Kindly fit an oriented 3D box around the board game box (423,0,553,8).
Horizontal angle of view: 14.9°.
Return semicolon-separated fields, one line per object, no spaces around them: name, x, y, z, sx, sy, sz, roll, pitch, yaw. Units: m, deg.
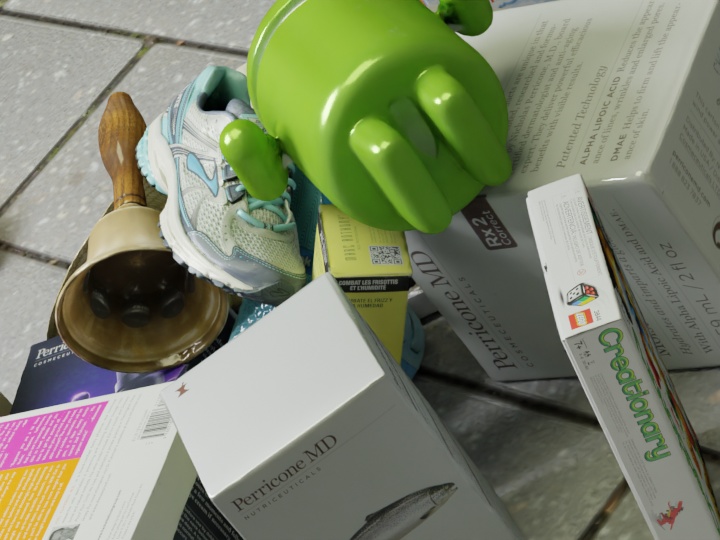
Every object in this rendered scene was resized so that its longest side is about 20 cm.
board game box;0.114;-0.201;1.787;0.151;0.200;0.037;-32;34;8

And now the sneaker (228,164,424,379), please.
sneaker;0.000;0.000;1.690;0.080;0.131;0.200;31;102;37

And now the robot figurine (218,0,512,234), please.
robot figurine;0.008;-0.097;1.542;0.175;0.116;0.200;-40;35;-1

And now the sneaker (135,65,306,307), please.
sneaker;-0.076;-0.055;1.627;0.086;0.078;0.200;-57;37;20

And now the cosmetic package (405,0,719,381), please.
cosmetic package;0.144;-0.051;1.613;0.200;0.165;0.165;-7;45;38

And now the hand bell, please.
hand bell;-0.144;-0.043;1.710;0.104;0.104;0.200;-27;43;15

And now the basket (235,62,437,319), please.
basket;-0.009;-0.062;1.803;0.136;0.123;0.200;-25;35;17

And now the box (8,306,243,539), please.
box;-0.143;0.128;1.716;0.148;0.104;0.200;-19;38;26

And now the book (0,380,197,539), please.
book;-0.188;0.132;1.618;0.200;0.048;0.134;-12;40;32

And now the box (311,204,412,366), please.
box;-0.006;0.063;1.590;0.050;0.200;0.075;1;34;-8

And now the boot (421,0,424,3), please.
boot;0.071;-0.215;1.952;0.155;0.074;0.200;16;75;51

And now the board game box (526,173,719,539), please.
board game box;0.143;0.062;1.444;0.035;0.200;0.126;-21;37;9

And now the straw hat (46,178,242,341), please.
straw hat;-0.121;0.010;1.839;0.085;0.201;0.201;33;68;13

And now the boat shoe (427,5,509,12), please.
boat shoe;0.109;-0.121;1.756;0.069;0.200;0.072;-62;41;41

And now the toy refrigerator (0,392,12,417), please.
toy refrigerator;-0.263;0.108;1.762;0.070;0.200;0.076;-30;35;10

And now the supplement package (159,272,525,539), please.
supplement package;0.001;0.123;1.502;0.117;0.200;0.117;-36;33;3
